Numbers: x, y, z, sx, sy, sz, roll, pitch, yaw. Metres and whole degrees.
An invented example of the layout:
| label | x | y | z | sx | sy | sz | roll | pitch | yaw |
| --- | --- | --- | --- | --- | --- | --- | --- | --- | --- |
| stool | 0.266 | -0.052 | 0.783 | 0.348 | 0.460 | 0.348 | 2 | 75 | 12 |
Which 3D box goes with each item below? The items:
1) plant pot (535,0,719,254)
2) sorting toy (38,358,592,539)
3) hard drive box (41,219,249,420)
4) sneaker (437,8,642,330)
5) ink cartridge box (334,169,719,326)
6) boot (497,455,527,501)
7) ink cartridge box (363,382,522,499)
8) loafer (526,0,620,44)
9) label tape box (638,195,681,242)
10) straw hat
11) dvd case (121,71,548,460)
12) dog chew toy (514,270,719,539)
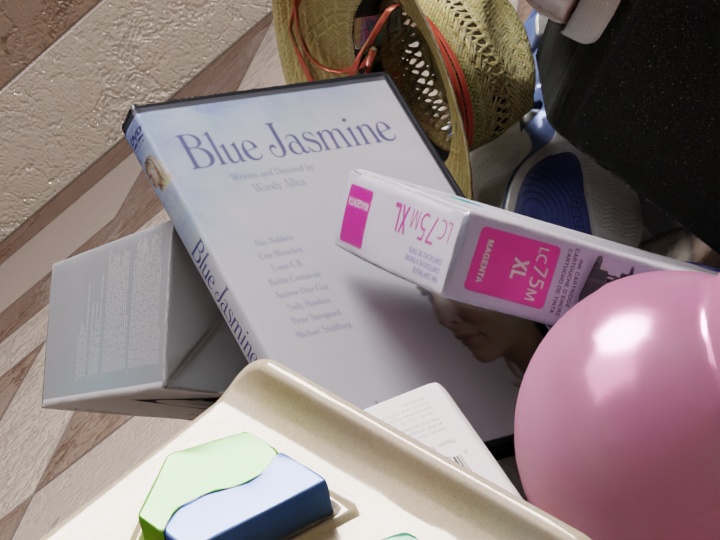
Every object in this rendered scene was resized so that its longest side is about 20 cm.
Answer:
| label | x | y | z | sx | sy | sz | roll | pitch | yaw |
| --- | --- | --- | --- | --- | --- | --- | --- | --- | --- |
| plant pot | 0.188 | -0.112 | 0.993 | 0.178 | 0.199 | 0.200 | -52 | 11 | 16 |
| sorting toy | -0.045 | 0.120 | 0.707 | 0.184 | 0.037 | 0.200 | 26 | 56 | 38 |
| hard drive box | -0.051 | 0.031 | 1.030 | 0.200 | 0.155 | 0.078 | 167 | 108 | -67 |
| sneaker | 0.083 | -0.041 | 1.117 | 0.115 | 0.080 | 0.201 | -42 | 29 | 45 |
| ink cartridge box | 0.100 | 0.006 | 0.886 | 0.119 | 0.198 | 0.042 | 27 | 103 | 66 |
| boot | 0.006 | 0.115 | 0.982 | 0.199 | 0.096 | 0.074 | -30 | 18 | 44 |
| ink cartridge box | 0.021 | 0.139 | 0.751 | 0.116 | 0.068 | 0.200 | -20 | 40 | -13 |
| loafer | 0.084 | -0.158 | 0.943 | 0.200 | 0.062 | 0.072 | -83 | 16 | -67 |
| label tape box | 0.150 | -0.074 | 1.218 | 0.200 | 0.066 | 0.144 | -27 | 22 | 54 |
| straw hat | 0.037 | -0.099 | 1.054 | 0.085 | 0.203 | 0.201 | -21 | 5 | -21 |
| dvd case | 0.000 | 0.000 | 0.921 | 0.142 | 0.201 | 0.018 | -12 | -31 | -35 |
| dog chew toy | 0.154 | 0.042 | 0.755 | 0.199 | 0.125 | 0.125 | -26 | 20 | 26 |
